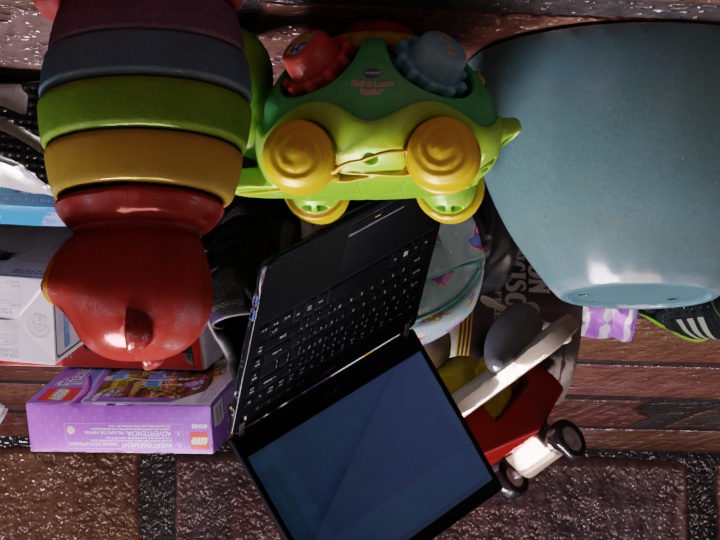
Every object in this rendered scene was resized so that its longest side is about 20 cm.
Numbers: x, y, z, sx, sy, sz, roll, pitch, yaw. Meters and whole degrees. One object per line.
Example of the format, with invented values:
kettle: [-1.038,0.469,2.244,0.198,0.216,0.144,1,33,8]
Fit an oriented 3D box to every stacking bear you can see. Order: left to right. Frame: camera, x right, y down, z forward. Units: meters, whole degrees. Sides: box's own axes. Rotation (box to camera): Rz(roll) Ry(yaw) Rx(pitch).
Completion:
stacking bear: [-0.110,-0.054,1.103,0.113,0.201,0.121,1,170,-3]

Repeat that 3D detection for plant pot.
plant pot: [0.159,-0.051,1.301,0.199,0.135,0.200,1,170,0]

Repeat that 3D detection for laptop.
laptop: [0.017,0.066,1.336,0.103,0.200,0.177,33,-141,25]

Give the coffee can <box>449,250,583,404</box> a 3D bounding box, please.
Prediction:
coffee can: [0.053,0.025,1.695,0.199,0.147,0.146,2,170,-9]

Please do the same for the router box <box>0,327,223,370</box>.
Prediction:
router box: [-0.165,0.021,1.710,0.179,0.049,0.200,1,-164,18]

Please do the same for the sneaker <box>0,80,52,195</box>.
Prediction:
sneaker: [-0.216,-0.084,1.354,0.200,0.074,0.080,14,173,-28]

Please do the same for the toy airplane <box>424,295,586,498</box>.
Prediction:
toy airplane: [0.054,0.096,1.559,0.200,0.141,0.199,-26,167,-7]

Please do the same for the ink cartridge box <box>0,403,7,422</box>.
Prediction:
ink cartridge box: [-0.363,0.090,1.596,0.200,0.086,0.148,32,164,-8]

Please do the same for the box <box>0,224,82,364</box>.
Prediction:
box: [-0.222,0.003,1.576,0.116,0.060,0.200,3,-162,16]

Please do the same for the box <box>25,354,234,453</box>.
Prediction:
box: [-0.144,0.083,1.648,0.136,0.039,0.200,0,-165,14]

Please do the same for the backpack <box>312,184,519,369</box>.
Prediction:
backpack: [0.000,0.000,1.489,0.200,0.127,0.167,-23,168,-10]

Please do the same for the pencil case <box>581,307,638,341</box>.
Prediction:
pencil case: [0.128,0.020,1.835,0.199,0.084,0.086,2,136,0]

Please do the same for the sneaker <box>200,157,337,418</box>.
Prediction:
sneaker: [-0.068,-0.007,1.373,0.076,0.201,0.088,-18,-172,19]

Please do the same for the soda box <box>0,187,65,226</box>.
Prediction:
soda box: [-0.275,-0.069,1.405,0.199,0.068,0.064,3,170,-12]

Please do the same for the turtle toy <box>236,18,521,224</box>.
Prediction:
turtle toy: [-0.013,-0.083,1.217,0.199,0.101,0.146,0,173,3]

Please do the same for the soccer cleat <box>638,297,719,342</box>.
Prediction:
soccer cleat: [0.290,0.026,1.937,0.081,0.068,0.200,15,169,-6]
